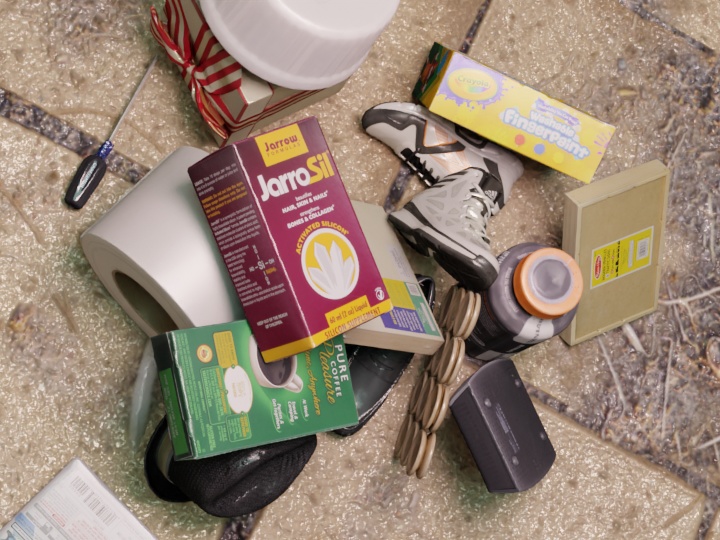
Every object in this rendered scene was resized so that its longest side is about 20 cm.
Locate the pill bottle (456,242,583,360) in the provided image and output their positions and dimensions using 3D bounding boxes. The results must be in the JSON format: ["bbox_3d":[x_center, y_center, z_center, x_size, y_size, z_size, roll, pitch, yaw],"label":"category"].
[{"bbox_3d":[0.171,0.032,1.563,0.105,0.200,0.107,3,77,-14],"label":"pill bottle"}]

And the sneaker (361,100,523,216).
[{"bbox_3d":[0.089,-0.127,1.644,0.199,0.074,0.081,24,74,-9],"label":"sneaker"}]

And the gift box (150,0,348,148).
[{"bbox_3d":[-0.117,-0.260,1.554,0.186,0.200,0.185,-28,81,-18],"label":"gift box"}]

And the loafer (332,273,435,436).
[{"bbox_3d":[0.022,0.088,1.577,0.068,0.070,0.201,33,71,-6],"label":"loafer"}]

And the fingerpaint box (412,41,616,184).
[{"bbox_3d":[0.167,-0.179,1.623,0.199,0.167,0.074,24,100,-10],"label":"fingerpaint box"}]

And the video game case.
[{"bbox_3d":[-0.285,0.324,1.465,0.200,0.022,0.182,46,70,-3],"label":"video game case"}]

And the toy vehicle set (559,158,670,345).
[{"bbox_3d":[0.285,-0.018,1.625,0.123,0.201,0.027,-20,41,-20],"label":"toy vehicle set"}]

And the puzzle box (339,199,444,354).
[{"bbox_3d":[0.000,0.000,1.533,0.132,0.025,0.201,11,42,-38],"label":"puzzle box"}]

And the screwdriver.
[{"bbox_3d":[-0.263,-0.153,1.572,0.029,0.028,0.201,25,74,22],"label":"screwdriver"}]

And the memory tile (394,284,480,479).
[{"bbox_3d":[0.081,0.115,1.525,0.017,0.153,0.202,19,90,-6],"label":"memory tile"}]

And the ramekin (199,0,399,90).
[{"bbox_3d":[-0.054,-0.291,1.439,0.199,0.098,0.202,10,67,-25],"label":"ramekin"}]

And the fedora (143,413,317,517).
[{"bbox_3d":[-0.115,0.183,1.455,0.199,0.202,0.092,-27,52,-19],"label":"fedora"}]

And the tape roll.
[{"bbox_3d":[-0.169,-0.007,1.477,0.203,0.203,0.139,45,70,-2],"label":"tape roll"}]

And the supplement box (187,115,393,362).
[{"bbox_3d":[-0.066,-0.030,1.359,0.110,0.085,0.202,-24,93,-40],"label":"supplement box"}]

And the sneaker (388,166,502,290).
[{"bbox_3d":[0.114,-0.058,1.539,0.115,0.200,0.076,-43,120,-5],"label":"sneaker"}]

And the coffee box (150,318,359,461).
[{"bbox_3d":[-0.097,0.107,1.383,0.199,0.044,0.124,-9,85,-39],"label":"coffee box"}]

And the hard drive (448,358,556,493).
[{"bbox_3d":[0.152,0.168,1.545,0.042,0.200,0.136,-27,85,18],"label":"hard drive"}]
